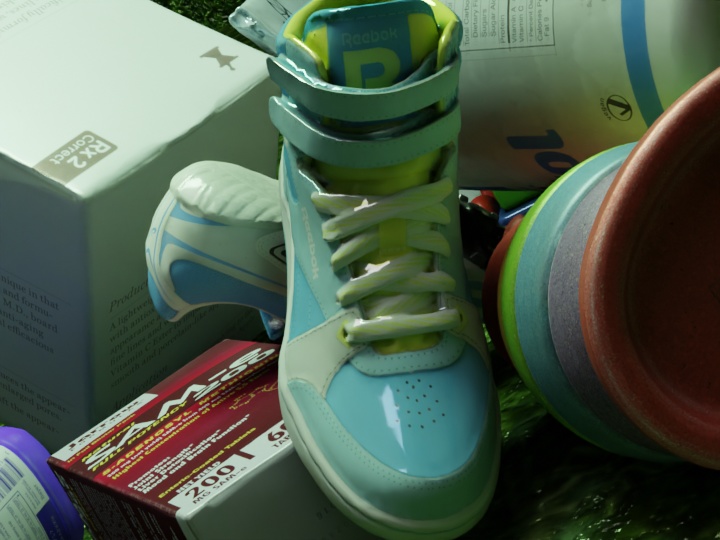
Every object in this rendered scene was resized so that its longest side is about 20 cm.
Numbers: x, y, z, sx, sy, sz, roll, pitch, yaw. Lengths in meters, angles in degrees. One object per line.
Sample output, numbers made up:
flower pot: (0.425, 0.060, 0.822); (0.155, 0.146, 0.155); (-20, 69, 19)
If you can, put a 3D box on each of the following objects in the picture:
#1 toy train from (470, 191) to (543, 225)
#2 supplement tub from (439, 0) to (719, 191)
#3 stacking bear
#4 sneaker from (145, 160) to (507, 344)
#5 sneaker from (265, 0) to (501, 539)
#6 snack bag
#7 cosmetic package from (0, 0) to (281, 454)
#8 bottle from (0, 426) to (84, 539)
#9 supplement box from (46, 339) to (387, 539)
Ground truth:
toy train: (0.088, -0.096, 0.965); (0.085, 0.116, 0.200); (-26, 14, 16)
supplement tub: (0.092, -0.096, 0.692); (0.200, 0.132, 0.132); (3, 34, 48)
stacking bear: (0.098, 0.008, 0.595); (0.114, 0.122, 0.200); (-33, 4, -10)
sneaker: (0.000, 0.000, 0.756); (0.073, 0.200, 0.072); (-66, 31, 27)
sneaker: (0.006, -0.016, 0.598); (0.079, 0.131, 0.200); (-8, 53, -8)
snack bag: (0.004, -0.103, 1.033); (0.021, 0.189, 0.200); (-47, 10, 14)
cosmetic package: (-0.158, -0.032, 0.963); (0.165, 0.200, 0.165); (26, 43, 23)
bottle: (-0.192, 0.146, 0.749); (0.065, 0.084, 0.200); (-21, 17, 26)
supplement box: (-0.049, 0.083, 0.721); (0.109, 0.061, 0.200); (-34, 13, -21)
